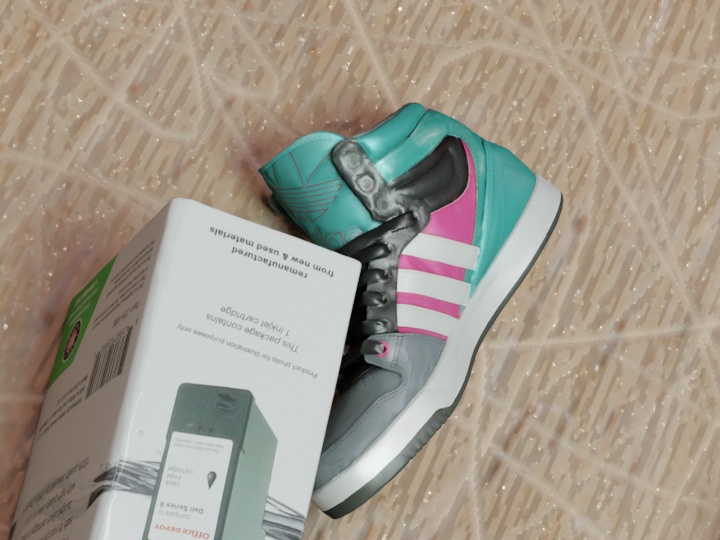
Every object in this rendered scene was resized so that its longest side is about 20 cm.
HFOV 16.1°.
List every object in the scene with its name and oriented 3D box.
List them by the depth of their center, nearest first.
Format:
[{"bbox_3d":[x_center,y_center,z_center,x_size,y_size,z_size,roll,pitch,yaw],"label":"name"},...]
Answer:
[{"bbox_3d":[-0.081,0.093,1.000,0.084,0.146,0.200,20,66,-17],"label":"ink cartridge box"},{"bbox_3d":[0.000,0.000,1.100,0.121,0.084,0.200,40,54,-12],"label":"sneaker"}]
